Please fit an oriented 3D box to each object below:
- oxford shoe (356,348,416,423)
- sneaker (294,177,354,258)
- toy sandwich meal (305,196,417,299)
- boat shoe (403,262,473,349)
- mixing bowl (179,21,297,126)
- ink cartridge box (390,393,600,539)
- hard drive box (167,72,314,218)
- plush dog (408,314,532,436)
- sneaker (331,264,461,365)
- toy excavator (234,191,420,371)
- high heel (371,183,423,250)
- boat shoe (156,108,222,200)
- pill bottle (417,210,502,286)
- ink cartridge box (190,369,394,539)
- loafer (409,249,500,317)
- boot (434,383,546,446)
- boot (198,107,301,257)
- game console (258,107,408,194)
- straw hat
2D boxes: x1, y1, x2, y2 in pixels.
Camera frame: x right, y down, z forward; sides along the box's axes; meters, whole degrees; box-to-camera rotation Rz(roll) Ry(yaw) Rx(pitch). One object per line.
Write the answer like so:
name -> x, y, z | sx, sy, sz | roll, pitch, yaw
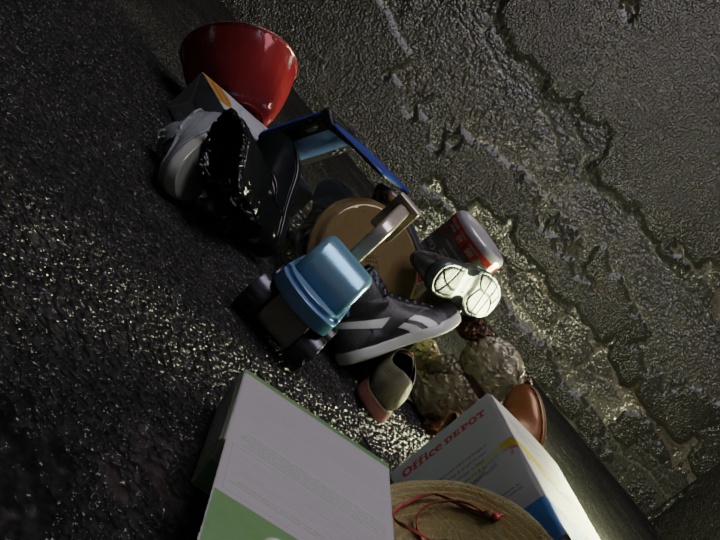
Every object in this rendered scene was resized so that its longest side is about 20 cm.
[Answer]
oxford shoe -> 0.046, 0.135, 0.894 | 0.071, 0.075, 0.200 | 48, 10, -8
sneaker -> -0.051, -0.060, 0.999 | 0.081, 0.076, 0.203 | 35, 43, -45
toy sandwich meal -> 0.000, 0.000, 0.940 | 0.205, 0.206, 0.070 | 47, -29, -18
boat shoe -> 0.098, 0.054, 1.046 | 0.074, 0.200, 0.063 | 55, -12, -27
mixing bowl -> -0.204, -0.297, 1.109 | 0.200, 0.197, 0.110 | 35, 51, -56
ink cartridge box -> 0.140, 0.260, 0.662 | 0.145, 0.147, 0.201 | 46, 12, -23
hard drive box -> -0.178, -0.179, 1.025 | 0.157, 0.077, 0.200 | 57, 12, 31
plush dog -> 0.166, 0.169, 1.019 | 0.201, 0.171, 0.160 | 51, 11, 1
sneaker -> 0.045, 0.042, 0.876 | 0.073, 0.198, 0.114 | -14, -88, 57
toy excavator -> -0.017, -0.004, 0.752 | 0.100, 0.199, 0.194 | 50, 10, -1
high heel -> 0.007, -0.051, 1.051 | 0.071, 0.198, 0.144 | -39, 107, -46
boat shoe -> -0.208, -0.145, 0.811 | 0.070, 0.071, 0.202 | 15, 30, 1
pill bottle -> 0.130, 0.003, 1.136 | 0.116, 0.199, 0.116 | 44, 18, -19
ink cartridge box -> -0.041, 0.160, 0.440 | 0.145, 0.048, 0.200 | 37, 14, -12
loafer -> 0.141, 0.013, 0.982 | 0.063, 0.072, 0.199 | 42, 10, 37
boot -> 0.168, 0.217, 0.890 | 0.154, 0.073, 0.203 | 36, 59, -29
boot -> -0.134, -0.130, 0.823 | 0.163, 0.072, 0.201 | 63, 26, -58
game console -> -0.035, -0.159, 1.019 | 0.200, 0.168, 0.120 | 7, 68, -75
straw hat -> 0.062, 0.252, 0.500 | 0.201, 0.197, 0.087 | -97, -173, -71
